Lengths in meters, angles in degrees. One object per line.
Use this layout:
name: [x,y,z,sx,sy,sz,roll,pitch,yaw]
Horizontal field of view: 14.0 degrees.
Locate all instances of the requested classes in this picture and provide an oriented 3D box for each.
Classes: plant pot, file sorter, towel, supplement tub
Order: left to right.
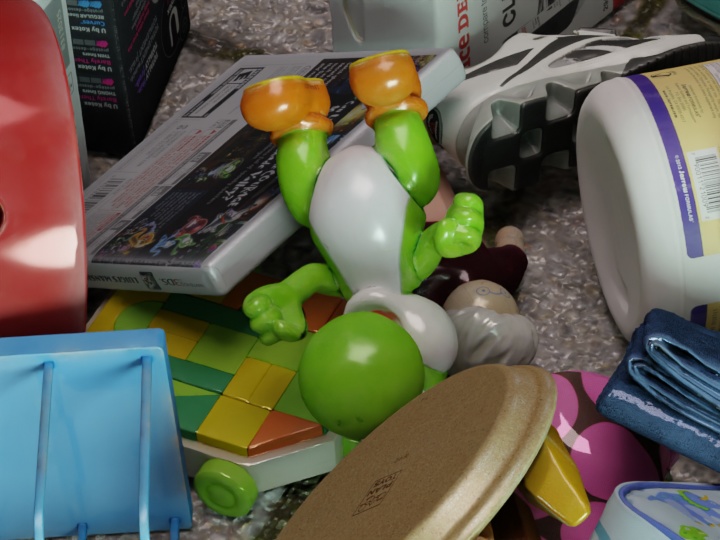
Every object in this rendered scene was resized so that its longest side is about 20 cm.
plant pot: [-0.240,-0.029,1.452,0.182,0.200,0.200,-6,44,-13]
file sorter: [-0.186,0.122,1.378,0.200,0.139,0.123,-3,47,2]
supplement tub: [0.223,-0.043,1.506,0.200,0.145,0.145,-11,45,-7]
towel: [0.210,0.078,1.347,0.200,0.049,0.112,25,13,5]

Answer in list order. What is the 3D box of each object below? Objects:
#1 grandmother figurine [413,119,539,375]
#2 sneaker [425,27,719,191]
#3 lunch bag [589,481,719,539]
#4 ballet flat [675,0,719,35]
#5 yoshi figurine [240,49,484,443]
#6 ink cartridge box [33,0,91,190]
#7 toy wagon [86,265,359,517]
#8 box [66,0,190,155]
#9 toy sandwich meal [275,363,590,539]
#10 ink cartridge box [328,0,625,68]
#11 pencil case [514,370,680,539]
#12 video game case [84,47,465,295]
grandmother figurine: [0.037,-0.013,1.545,0.121,0.061,0.200,-9,41,-19]
sneaker: [0.124,-0.105,1.615,0.200,0.074,0.089,-11,37,-27]
lunch bag: [0.190,0.157,1.288,0.161,0.082,0.200,38,19,34]
ballet flat: [0.254,-0.132,1.655,0.062,0.067,0.200,17,23,-50]
yoshi figurine: [0.001,-0.001,1.421,0.112,0.112,0.200,-8,84,-30]
ink cartridge box: [-0.251,-0.111,1.602,0.200,0.162,0.050,11,44,16]
toy wagon: [-0.047,0.057,1.501,0.200,0.040,0.155,16,48,20]
box: [-0.167,-0.180,1.638,0.106,0.200,0.122,7,45,12]
toy sandwich meal: [0.031,0.125,1.308,0.070,0.205,0.205,46,51,-13]
ink cartridge box: [0.078,-0.189,1.668,0.084,0.144,0.200,32,55,31]
pencil case: [0.101,0.139,1.376,0.094,0.091,0.200,26,46,-14]
video game case: [-0.066,-0.054,1.562,0.182,0.023,0.200,3,37,50]
